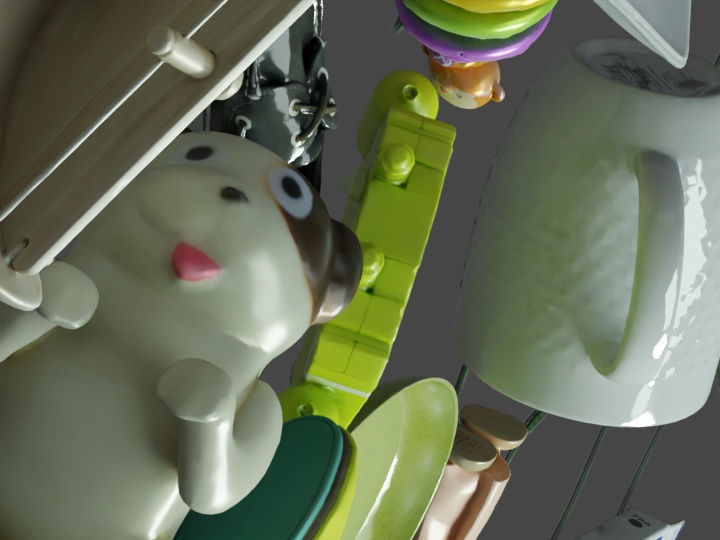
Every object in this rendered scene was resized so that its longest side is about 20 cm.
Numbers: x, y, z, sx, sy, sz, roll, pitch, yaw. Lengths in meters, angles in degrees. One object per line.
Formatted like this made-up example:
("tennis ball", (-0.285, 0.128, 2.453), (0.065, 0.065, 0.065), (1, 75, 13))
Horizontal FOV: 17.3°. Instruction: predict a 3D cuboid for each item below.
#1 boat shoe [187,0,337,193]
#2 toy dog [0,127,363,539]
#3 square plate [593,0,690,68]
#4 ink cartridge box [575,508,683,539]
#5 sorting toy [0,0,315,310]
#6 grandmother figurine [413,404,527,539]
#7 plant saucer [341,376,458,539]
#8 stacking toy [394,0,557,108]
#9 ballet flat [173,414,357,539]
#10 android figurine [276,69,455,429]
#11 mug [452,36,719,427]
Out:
("boat shoe", (-0.036, -0.063, 0.960), (0.069, 0.057, 0.200), (-40, 153, -39))
("toy dog", (-0.081, 0.043, 0.902), (0.200, 0.139, 0.194), (-59, 167, 2))
("square plate", (0.077, -0.194, 0.841), (0.198, 0.028, 0.201), (24, 66, -59))
("ink cartridge box", (0.190, 0.252, 1.898), (0.200, 0.039, 0.100), (-11, 129, -61))
("sorting toy", (-0.100, -0.114, 0.702), (0.200, 0.107, 0.180), (-43, 144, 9))
("grandmother figurine", (0.043, 0.186, 1.479), (0.121, 0.060, 0.201), (-17, 133, -47))
("plant saucer", (-0.019, 0.135, 1.237), (0.200, 0.031, 0.200), (-46, 155, -28))
("stacking toy", (0.051, -0.133, 1.000), (0.110, 0.116, 0.200), (-48, 163, -29))
("ballet flat", (-0.059, 0.148, 0.956), (0.200, 0.067, 0.067), (-53, 136, -33))
("android figurine", (0.000, 0.000, 1.054), (0.200, 0.041, 0.183), (114, -6, -76))
("mug", (0.137, -0.017, 1.243), (0.200, 0.147, 0.176), (-97, -164, -65))
